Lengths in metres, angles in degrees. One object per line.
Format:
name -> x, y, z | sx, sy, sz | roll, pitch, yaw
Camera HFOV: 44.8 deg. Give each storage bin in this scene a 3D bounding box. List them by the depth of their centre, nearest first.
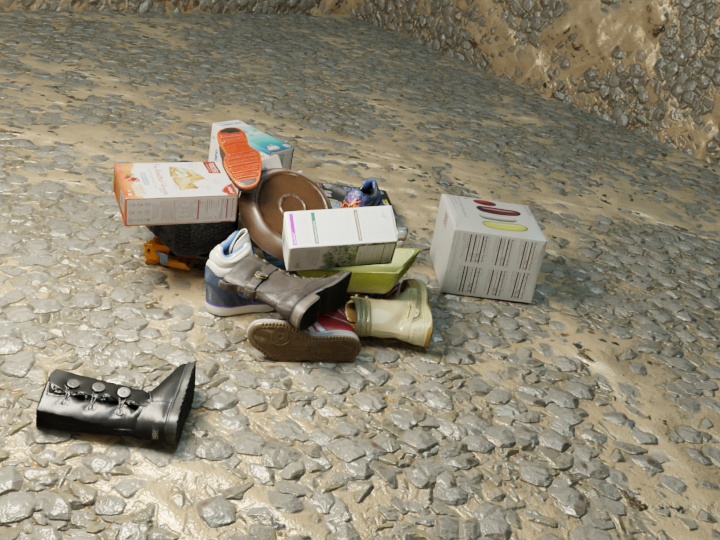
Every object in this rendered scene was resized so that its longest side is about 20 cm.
storage bin -> -0.332, -0.121, 1.667 | 0.134, 0.095, 0.199 | -16, 40, -38

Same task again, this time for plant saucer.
plant saucer -> -0.131, -0.113, 1.646 | 0.197, 0.032, 0.203 | 14, 57, -22
plant saucer -> 0.000, 0.000, 1.652 | 0.196, 0.049, 0.200 | 2, 14, 16

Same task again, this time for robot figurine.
robot figurine -> -0.311, -0.039, 1.692 | 0.196, 0.059, 0.146 | 10, 27, -2

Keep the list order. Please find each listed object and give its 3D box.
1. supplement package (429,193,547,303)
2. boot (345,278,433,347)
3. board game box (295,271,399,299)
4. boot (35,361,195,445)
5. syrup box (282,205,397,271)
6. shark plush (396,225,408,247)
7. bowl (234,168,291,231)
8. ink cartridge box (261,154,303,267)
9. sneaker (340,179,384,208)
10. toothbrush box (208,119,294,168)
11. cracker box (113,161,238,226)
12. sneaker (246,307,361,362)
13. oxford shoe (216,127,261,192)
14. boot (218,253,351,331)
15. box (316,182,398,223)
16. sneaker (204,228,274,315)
supplement package -> 0.265, -0.049, 1.850 | 0.196, 0.149, 0.192 | 7, 26, -7
boot -> 0.047, 0.068, 1.617 | 0.152, 0.074, 0.201 | 6, 29, -8
board game box -> -0.030, 0.012, 1.751 | 0.198, 0.020, 0.103 | 23, 28, 22
boot -> -0.345, 0.176, 1.255 | 0.196, 0.067, 0.165 | 6, 25, -1
syrup box -> -0.039, -0.058, 1.559 | 0.196, 0.079, 0.083 | -4, 59, -10
shark plush -> 0.008, -0.070, 1.861 | 0.198, 0.085, 0.090 | 15, 4, 37
bowl -> -0.212, -0.126, 1.824 | 0.198, 0.200, 0.096 | -9, 74, -36
ink cartridge box -> -0.156, -0.121, 1.727 | 0.114, 0.203, 0.067 | -29, 17, -35
sneaker -> -0.018, -0.126, 1.805 | 0.074, 0.080, 0.200 | 10, 35, 25
toothbrush box -> -0.258, -0.244, 2.020 | 0.198, 0.149, 0.085 | 28, 30, 32
cracker box -> -0.329, -0.139, 1.550 | 0.197, 0.059, 0.134 | -4, 33, -24
sneaker -> -0.103, 0.096, 1.495 | 0.197, 0.072, 0.113 | 10, 29, -21
oxford shoe -> -0.224, -0.193, 1.642 | 0.070, 0.073, 0.201 | -8, 38, -13
boot -> -0.123, 0.015, 1.481 | 0.172, 0.070, 0.199 | 28, 30, 21
box -> -0.023, -0.148, 2.042 | 0.196, 0.045, 0.161 | 5, 26, -12
sneaker -> -0.189, -0.005, 1.573 | 0.198, 0.149, 0.080 | -11, 33, -38
